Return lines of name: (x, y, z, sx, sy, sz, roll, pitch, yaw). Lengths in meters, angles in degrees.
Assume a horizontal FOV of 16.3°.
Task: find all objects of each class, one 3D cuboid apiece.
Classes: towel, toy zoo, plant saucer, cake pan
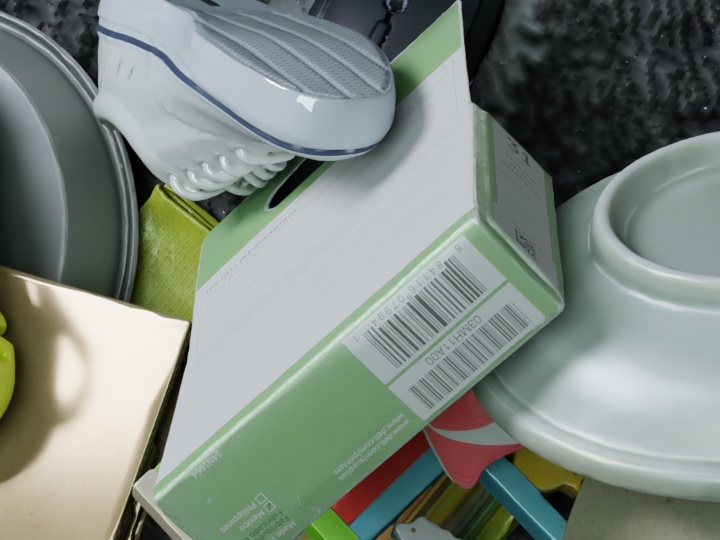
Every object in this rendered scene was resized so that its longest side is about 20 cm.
towel: (-0.031, 0.058, 0.986, 0.200, 0.018, 0.086, 40, 97, 17)
toy zoo: (0.032, 0.061, 0.925, 0.200, 0.020, 0.131, -43, 82, -15)
plant saucer: (0.129, -0.001, 0.807, 0.199, 0.200, 0.050, 2, 120, 18)
cake pan: (-0.186, -0.013, 1.024, 0.199, 0.037, 0.202, -2, 84, 23)

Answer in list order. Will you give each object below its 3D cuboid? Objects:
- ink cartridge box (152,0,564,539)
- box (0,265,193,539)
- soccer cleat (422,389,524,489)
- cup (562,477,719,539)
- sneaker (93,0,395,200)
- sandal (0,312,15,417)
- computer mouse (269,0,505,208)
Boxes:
ink cartridge box: (0.000, 0.000, 0.863, 0.048, 0.200, 0.145, 43, 109, -15)
box: (-0.171, 0.072, 0.964, 0.199, 0.021, 0.164, 15, 80, 25)
soccer cleat: (0.112, 0.019, 0.904, 0.199, 0.068, 0.074, -15, 116, -11)
cup: (0.150, 0.108, 0.840, 0.143, 0.200, 0.201, 24, 93, 31)
sneaker: (-0.044, -0.060, 0.927, 0.073, 0.200, 0.071, -1, 106, -24)
sandal: (-0.184, -0.030, 0.943, 0.079, 0.087, 0.201, -26, 60, 9)
computer mouse: (-0.010, -0.103, 0.977, 0.140, 0.046, 0.201, 27, 94, 18)
